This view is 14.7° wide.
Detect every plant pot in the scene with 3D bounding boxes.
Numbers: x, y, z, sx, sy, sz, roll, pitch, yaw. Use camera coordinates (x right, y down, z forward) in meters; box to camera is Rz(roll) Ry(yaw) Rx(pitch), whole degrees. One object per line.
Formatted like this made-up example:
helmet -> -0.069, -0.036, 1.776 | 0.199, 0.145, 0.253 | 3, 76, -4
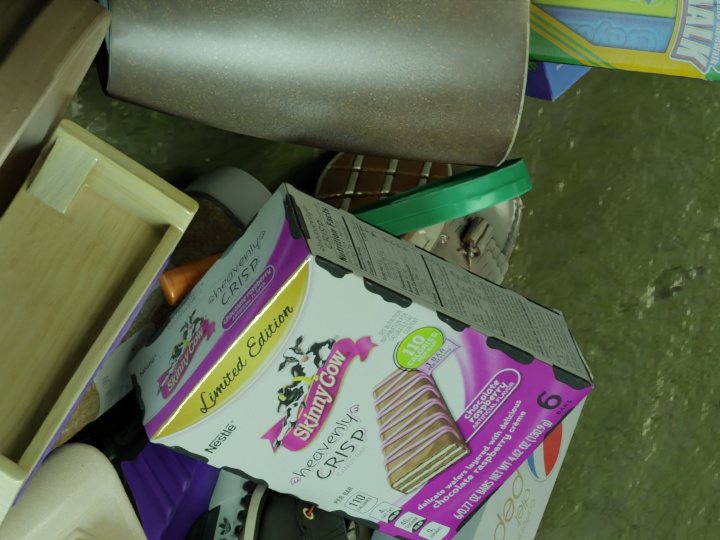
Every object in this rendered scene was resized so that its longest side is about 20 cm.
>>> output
plant pot -> -0.204, -0.058, 1.291 | 0.092, 0.201, 0.202 | 32, 75, -4
plant pot -> -0.033, -0.141, 1.407 | 0.198, 0.187, 0.188 | -3, 108, -11

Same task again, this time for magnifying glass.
magnifying glass -> -0.007, -0.021, 1.435 | 0.199, 0.080, 0.023 | -20, 96, -12

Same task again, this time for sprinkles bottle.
sprinkles bottle -> -0.123, 0.024, 1.451 | 0.200, 0.068, 0.069 | -39, 127, -31

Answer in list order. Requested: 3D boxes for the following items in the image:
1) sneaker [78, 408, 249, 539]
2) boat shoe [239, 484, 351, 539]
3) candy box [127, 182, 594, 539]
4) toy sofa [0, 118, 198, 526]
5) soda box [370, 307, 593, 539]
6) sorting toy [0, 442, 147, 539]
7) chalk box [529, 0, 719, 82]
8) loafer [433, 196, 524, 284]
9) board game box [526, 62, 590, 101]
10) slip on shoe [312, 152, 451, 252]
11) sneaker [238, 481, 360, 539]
sneaker -> -0.106, 0.097, 1.488 | 0.070, 0.099, 0.201 | 112, -10, -64
boat shoe -> -0.034, 0.145, 1.465 | 0.202, 0.063, 0.074 | -72, 175, -66
candy box -> 0.002, 0.054, 1.423 | 0.199, 0.061, 0.137 | 24, 118, -34
toy sofa -> -0.163, 0.035, 1.339 | 0.201, 0.083, 0.098 | -61, -177, -39
soda box -> 0.064, 0.117, 1.555 | 0.068, 0.063, 0.201 | 61, 42, -45
sorting toy -> -0.149, 0.213, 1.331 | 0.185, 0.036, 0.201 | -41, 121, -31
chalk box -> 0.191, -0.176, 1.533 | 0.124, 0.199, 0.125 | -29, 123, -62
loafer -> 0.034, 0.019, 1.603 | 0.072, 0.063, 0.200 | 48, 66, -11
board game box -> 0.145, -0.213, 1.674 | 0.200, 0.045, 0.135 | -40, 128, -31
slip on shoe -> 0.000, 0.000, 1.543 | 0.201, 0.075, 0.061 | -71, 175, -50
sneaker -> -0.009, 0.187, 1.609 | 0.112, 0.071, 0.201 | 4, 63, -78
